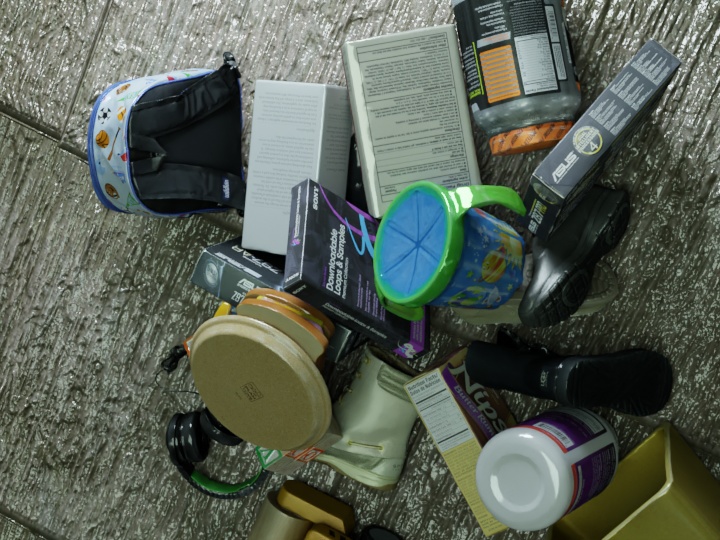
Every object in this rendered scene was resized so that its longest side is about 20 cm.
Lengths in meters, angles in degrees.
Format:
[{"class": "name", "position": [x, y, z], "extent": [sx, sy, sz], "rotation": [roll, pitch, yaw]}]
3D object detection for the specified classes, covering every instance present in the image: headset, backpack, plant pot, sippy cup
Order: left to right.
[{"class": "backpack", "position": [-0.234, -0.149, 1.753], "extent": [0.154, 0.190, 0.201], "rotation": [-2, 98, 34]}, {"class": "headset", "position": [-0.188, 0.190, 1.867], "extent": [0.123, 0.094, 0.200], "rotation": [-27, 105, 18]}, {"class": "sippy cup", "position": [0.104, -0.016, 1.617], "extent": [0.178, 0.130, 0.140], "rotation": [-5, 74, 55]}, {"class": "plant pot", "position": [0.342, 0.328, 1.664], "extent": [0.200, 0.196, 0.194], "rotation": [44, 108, -4]}]

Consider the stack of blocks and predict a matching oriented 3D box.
[{"class": "stack of blocks", "position": [-0.118, 0.141, 1.776], "extent": [0.115, 0.059, 0.200], "rotation": [-35, 63, 14]}]

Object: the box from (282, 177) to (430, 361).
[{"class": "box", "position": [0.000, 0.000, 1.682], "extent": [0.200, 0.143, 0.036], "rotation": [29, 137, -32]}]

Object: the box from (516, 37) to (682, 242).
[{"class": "box", "position": [0.251, -0.135, 1.589], "extent": [0.049, 0.161, 0.200], "rotation": [40, 79, 7]}]

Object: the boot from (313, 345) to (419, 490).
[{"class": "boot", "position": [-0.022, 0.158, 1.801], "extent": [0.199, 0.072, 0.155], "rotation": [24, 102, 12]}]

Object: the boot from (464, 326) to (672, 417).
[{"class": "boot", "position": [0.237, 0.113, 1.704], "extent": [0.168, 0.200, 0.077], "rotation": [14, 98, 50]}]

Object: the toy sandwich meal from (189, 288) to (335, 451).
[{"class": "toy sandwich meal", "position": [-0.104, 0.111, 1.672], "extent": [0.204, 0.070, 0.206], "rotation": [18, 131, 22]}]

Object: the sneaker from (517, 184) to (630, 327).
[{"class": "sneaker", "position": [0.224, -0.020, 1.668], "extent": [0.091, 0.076, 0.200], "rotation": [23, 60, 28]}]

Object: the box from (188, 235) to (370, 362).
[{"class": "box", "position": [-0.082, 0.029, 1.751], "extent": [0.200, 0.160, 0.044], "rotation": [29, 105, 11]}]

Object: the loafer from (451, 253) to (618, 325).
[{"class": "loafer", "position": [0.195, 0.023, 1.718], "extent": [0.199, 0.068, 0.076], "rotation": [-1, 61, 3]}]

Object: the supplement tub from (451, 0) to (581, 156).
[{"class": "supplement tub", "position": [0.174, -0.233, 1.645], "extent": [0.122, 0.122, 0.201], "rotation": [-10, 89, 18]}]

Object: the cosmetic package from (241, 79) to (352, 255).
[{"class": "cosmetic package", "position": [-0.073, -0.119, 1.753], "extent": [0.101, 0.071, 0.201], "rotation": [9, 96, 30]}]

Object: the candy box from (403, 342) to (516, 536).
[{"class": "candy box", "position": [0.137, 0.194, 1.732], "extent": [0.056, 0.117, 0.201], "rotation": [-28, 89, 27]}]

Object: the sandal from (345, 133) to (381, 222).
[{"class": "sandal", "position": [0.000, -0.070, 1.772], "extent": [0.076, 0.043, 0.201], "rotation": [4, 99, 16]}]

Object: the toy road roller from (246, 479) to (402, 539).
[{"class": "toy road roller", "position": [-0.052, 0.357, 1.799], "extent": [0.199, 0.146, 0.123], "rotation": [26, 104, 11]}]

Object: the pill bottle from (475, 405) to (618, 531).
[{"class": "pill bottle", "position": [0.217, 0.215, 1.663], "extent": [0.112, 0.200, 0.113], "rotation": [4, 98, 30]}]

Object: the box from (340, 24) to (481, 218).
[{"class": "box", "position": [0.056, -0.169, 1.690], "extent": [0.127, 0.109, 0.201], "rotation": [-10, 96, -3]}]
